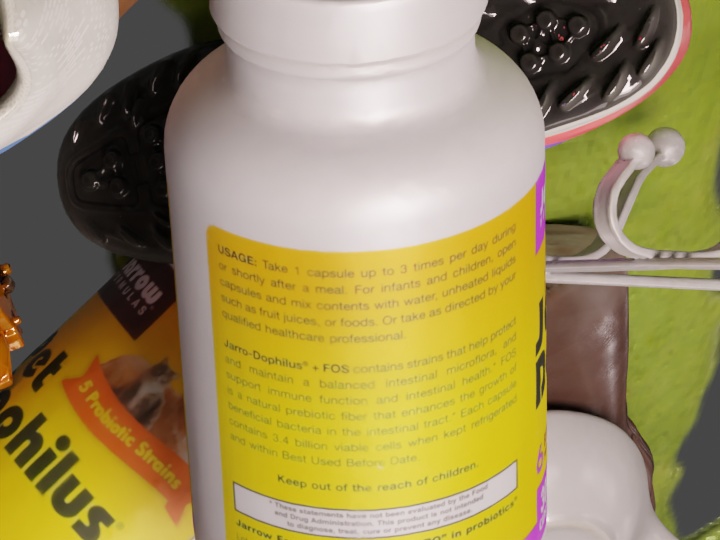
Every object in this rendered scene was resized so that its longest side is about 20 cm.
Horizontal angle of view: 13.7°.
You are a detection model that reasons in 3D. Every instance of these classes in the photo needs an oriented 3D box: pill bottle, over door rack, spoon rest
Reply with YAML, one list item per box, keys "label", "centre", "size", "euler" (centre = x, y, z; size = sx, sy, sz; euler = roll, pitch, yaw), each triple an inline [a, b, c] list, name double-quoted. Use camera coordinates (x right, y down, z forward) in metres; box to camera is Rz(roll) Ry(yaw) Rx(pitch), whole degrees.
- label: "pill bottle"
  centre: [-0.063, 0.061, 0.964]
  size: [0.200, 0.109, 0.109]
  euler: [-44, 145, -1]
- label: "over door rack"
  centre: [0.153, -0.009, 0.937]
  size: [0.200, 0.067, 0.148]
  euler: [17, 171, -32]
- label: "spoon rest"
  centre: [0.086, 0.109, 1.107]
  size: [0.099, 0.061, 0.200]
  euler: [-41, 131, 16]
- label: "pill bottle"
  centre: [0.000, 0.000, 0.829]
  size: [0.104, 0.104, 0.201]
  euler: [-9, 122, -12]

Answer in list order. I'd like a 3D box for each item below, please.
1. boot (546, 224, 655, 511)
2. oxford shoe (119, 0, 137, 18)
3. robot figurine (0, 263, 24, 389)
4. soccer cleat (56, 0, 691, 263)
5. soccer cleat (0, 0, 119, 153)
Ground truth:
- label: "boot"
  centre: [0.020, 0.071, 1.095]
  size: [0.186, 0.064, 0.200]
  euler: [-28, 151, -5]
- label: "oxford shoe"
  centre: [-0.059, -0.116, 0.791]
  size: [0.200, 0.071, 0.071]
  euler: [-43, 178, 23]
- label: "robot figurine"
  centre: [-0.178, -0.016, 0.876]
  size: [0.145, 0.058, 0.200]
  euler: [-23, 147, 5]
- label: "soccer cleat"
  centre: [0.006, -0.048, 0.914]
  size: [0.199, 0.068, 0.073]
  euler: [-19, 174, 13]
- label: "soccer cleat"
  centre: [-0.151, -0.030, 0.746]
  size: [0.200, 0.070, 0.086]
  euler: [-33, 180, 13]
